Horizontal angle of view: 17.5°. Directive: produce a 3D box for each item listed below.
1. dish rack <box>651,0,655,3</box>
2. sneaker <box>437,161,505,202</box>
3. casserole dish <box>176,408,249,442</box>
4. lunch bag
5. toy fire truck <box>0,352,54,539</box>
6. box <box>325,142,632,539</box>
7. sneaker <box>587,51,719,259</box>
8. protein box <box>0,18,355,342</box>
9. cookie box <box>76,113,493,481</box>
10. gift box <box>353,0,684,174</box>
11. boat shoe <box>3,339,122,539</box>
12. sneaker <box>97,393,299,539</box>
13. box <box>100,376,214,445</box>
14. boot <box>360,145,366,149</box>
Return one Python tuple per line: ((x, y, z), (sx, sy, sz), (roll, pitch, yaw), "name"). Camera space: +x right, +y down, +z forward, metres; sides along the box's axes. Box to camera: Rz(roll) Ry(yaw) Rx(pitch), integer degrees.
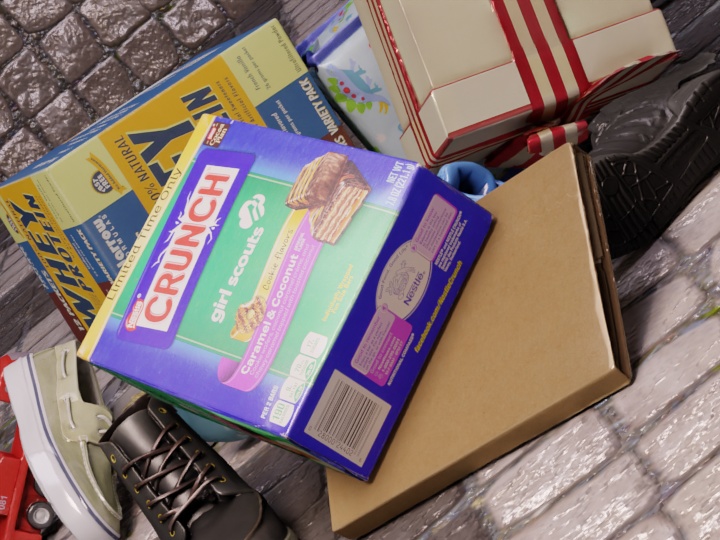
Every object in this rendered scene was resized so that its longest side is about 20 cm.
((0.231, -0.260, 1.861), (0.153, 0.055, 0.200), (-36, 14, 16), "dish rack")
((0.053, -0.011, 1.428), (0.200, 0.076, 0.106), (1, 86, 57), "sneaker")
((-0.058, 0.035, 1.595), (0.200, 0.121, 0.039), (-44, 40, -23), "casserole dish")
((0.078, -0.157, 1.700), (0.200, 0.170, 0.127), (-42, 13, -1), "lunch bag")
((-0.299, 0.153, 1.763), (0.049, 0.141, 0.201), (-178, 101, -69), "toy fire truck")
((0.056, 0.040, 1.300), (0.200, 0.021, 0.164), (-32, 44, 28), "box")
((0.167, -0.068, 1.417), (0.200, 0.060, 0.104), (-40, 13, -20), "sneaker")
((-0.135, -0.061, 1.688), (0.200, 0.135, 0.198), (-36, 9, -20), "protein box")
((-0.046, 0.010, 1.344), (0.200, 0.075, 0.172), (15, 75, 47), "cookie box")
((0.110, -0.166, 1.549), (0.199, 0.187, 0.185), (-19, -5, -3), "gift box")
((-0.204, 0.119, 1.674), (0.062, 0.072, 0.200), (-33, 45, 2), "boat shoe")
((-0.105, 0.137, 1.390), (0.075, 0.106, 0.200), (-42, 13, -7), "sneaker")
((-0.130, 0.082, 1.765), (0.158, 0.048, 0.200), (-46, 14, -22), "box")
((-0.034, -0.045, 1.871), (0.154, 0.074, 0.204), (-36, 16, 2), "boot")
